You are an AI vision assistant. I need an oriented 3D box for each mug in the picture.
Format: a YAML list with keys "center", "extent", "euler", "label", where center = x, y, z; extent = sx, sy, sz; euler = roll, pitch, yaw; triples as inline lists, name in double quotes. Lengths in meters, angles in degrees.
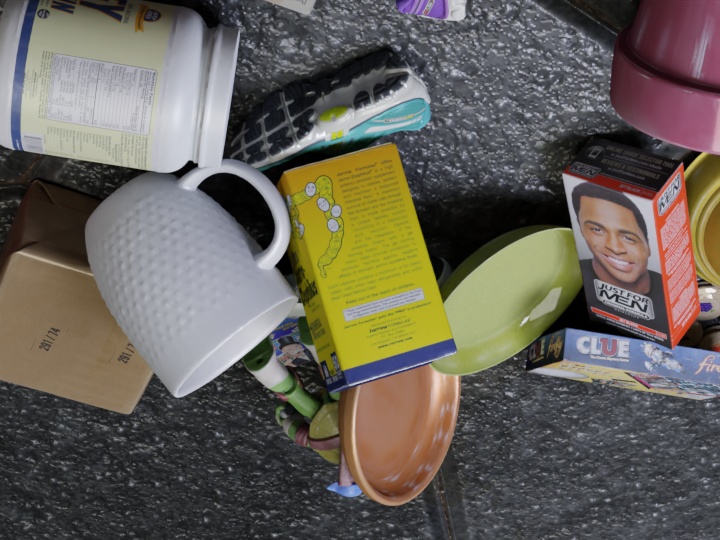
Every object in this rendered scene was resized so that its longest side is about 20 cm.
- center: [-0.149, -0.014, 1.441]
  extent: [0.200, 0.148, 0.176]
  euler: [-42, 82, 21]
  label: "mug"

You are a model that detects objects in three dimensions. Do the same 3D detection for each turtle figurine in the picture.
- center: [-0.033, 0.113, 1.638]
  extent: [0.143, 0.201, 0.194]
  euler: [1, 140, 36]
  label: "turtle figurine"

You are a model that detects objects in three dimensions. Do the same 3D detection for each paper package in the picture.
- center: [-0.281, 0.033, 1.600]
  extent: [0.189, 0.104, 0.200]
  euler: [17, 133, -15]
  label: "paper package"

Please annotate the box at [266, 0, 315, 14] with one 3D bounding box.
- center: [-0.046, -0.314, 1.259]
  extent: [0.094, 0.078, 0.201]
  euler: [16, 133, -13]
  label: "box"

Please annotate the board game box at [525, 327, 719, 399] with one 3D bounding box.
- center: [0.284, 0.097, 1.618]
  extent: [0.198, 0.035, 0.135]
  euler: [10, 170, -9]
  label: "board game box"

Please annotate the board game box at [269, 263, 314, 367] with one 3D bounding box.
- center: [-0.032, 0.025, 1.627]
  extent: [0.199, 0.029, 0.135]
  euler: [-21, 129, 23]
  label: "board game box"

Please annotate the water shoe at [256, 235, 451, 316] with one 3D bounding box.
- center: [-0.012, 0.000, 1.531]
  extent: [0.198, 0.072, 0.079]
  euler: [-6, 129, 6]
  label: "water shoe"

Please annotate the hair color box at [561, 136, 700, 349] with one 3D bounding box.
- center: [0.261, -0.025, 1.506]
  extent: [0.101, 0.061, 0.201]
  euler: [20, 144, 35]
  label: "hair color box"

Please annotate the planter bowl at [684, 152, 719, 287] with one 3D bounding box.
- center: [0.395, -0.034, 1.484]
  extent: [0.199, 0.084, 0.202]
  euler: [1, 127, 1]
  label: "planter bowl"

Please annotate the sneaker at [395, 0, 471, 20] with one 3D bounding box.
- center: [0.043, -0.284, 1.286]
  extent: [0.083, 0.081, 0.201]
  euler: [0, 135, 12]
  label: "sneaker"

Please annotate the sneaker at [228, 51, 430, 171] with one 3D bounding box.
- center: [-0.029, -0.127, 1.449]
  extent: [0.199, 0.078, 0.080]
  euler: [-17, 140, 19]
  label: "sneaker"

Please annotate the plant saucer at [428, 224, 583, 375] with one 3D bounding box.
- center: [0.140, 0.023, 1.555]
  extent: [0.199, 0.031, 0.201]
  euler: [-26, 148, -18]
  label: "plant saucer"

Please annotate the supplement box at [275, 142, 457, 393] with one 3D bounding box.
- center: [0.000, 0.000, 1.450]
  extent: [0.109, 0.201, 0.109]
  euler: [-15, 174, -12]
  label: "supplement box"

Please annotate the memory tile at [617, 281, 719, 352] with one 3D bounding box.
- center: [0.363, 0.017, 1.601]
  extent: [0.152, 0.017, 0.200]
  euler: [18, 133, -14]
  label: "memory tile"

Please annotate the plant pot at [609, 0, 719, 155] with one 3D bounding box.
- center: [0.310, -0.212, 1.271]
  extent: [0.198, 0.200, 0.180]
  euler: [3, 120, 0]
  label: "plant pot"

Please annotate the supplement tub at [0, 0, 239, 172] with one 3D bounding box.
- center: [-0.211, -0.165, 1.370]
  extent: [0.198, 0.146, 0.146]
  euler: [8, 135, -5]
  label: "supplement tub"

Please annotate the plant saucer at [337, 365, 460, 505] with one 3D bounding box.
- center: [0.036, 0.133, 1.581]
  extent: [0.037, 0.201, 0.201]
  euler: [8, 142, 34]
  label: "plant saucer"
